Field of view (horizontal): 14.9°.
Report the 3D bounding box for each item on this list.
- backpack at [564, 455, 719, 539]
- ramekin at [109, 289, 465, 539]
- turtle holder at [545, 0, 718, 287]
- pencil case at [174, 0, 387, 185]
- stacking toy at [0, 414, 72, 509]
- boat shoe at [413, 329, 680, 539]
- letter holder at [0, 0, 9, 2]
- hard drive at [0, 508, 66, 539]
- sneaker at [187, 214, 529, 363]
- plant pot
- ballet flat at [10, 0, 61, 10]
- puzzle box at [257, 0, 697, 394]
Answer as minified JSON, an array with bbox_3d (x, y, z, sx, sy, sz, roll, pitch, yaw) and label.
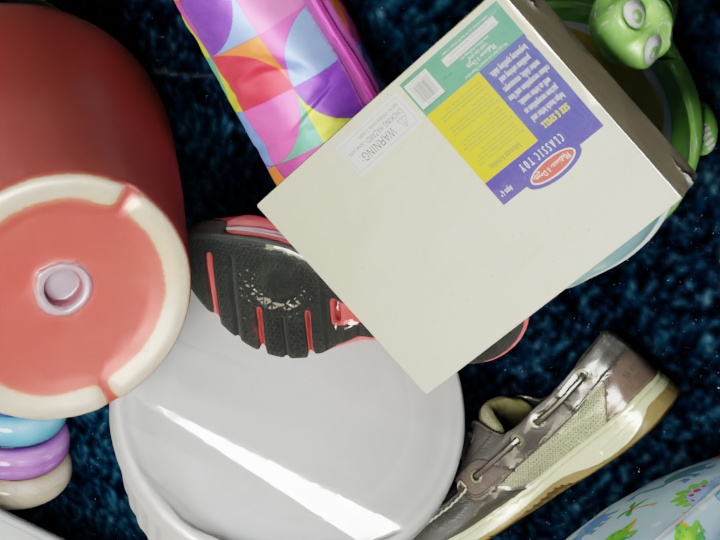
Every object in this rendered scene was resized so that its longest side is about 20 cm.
[{"bbox_3d":[0.170,0.194,1.491,0.200,0.183,0.147,-35,88,47],"label":"backpack"},{"bbox_3d":[-0.047,0.095,1.553,0.202,0.203,0.094,35,150,8],"label":"ramekin"},{"bbox_3d":[0.109,-0.065,1.403,0.185,0.132,0.142,-21,105,37],"label":"turtle holder"},{"bbox_3d":[-0.047,-0.132,1.489,0.088,0.088,0.201,-18,108,37],"label":"pencil case"},{"bbox_3d":[-0.213,0.044,1.698,0.085,0.085,0.201,19,120,20],"label":"stacking toy"},{"bbox_3d":[0.092,0.098,1.555,0.200,0.073,0.065,-37,90,30],"label":"boat shoe"},{"bbox_3d":[-0.252,-0.256,1.538,0.199,0.142,0.101,34,161,7],"label":"letter holder"},{"bbox_3d":[-0.244,0.163,1.724,0.199,0.026,0.132,30,163,-24],"label":"hard drive"},{"bbox_3d":[0.000,0.000,1.523,0.199,0.087,0.074,9,123,9],"label":"sneaker"},{"bbox_3d":[-0.178,-0.024,1.478,0.199,0.177,0.202,-8,118,-16],"label":"plant pot"},{"bbox_3d":[-0.229,-0.153,1.600,0.200,0.067,0.067,37,150,4],"label":"ballet flat"},{"bbox_3d":[0.054,-0.039,1.349,0.133,0.025,0.200,49,129,-3],"label":"puzzle box"}]
